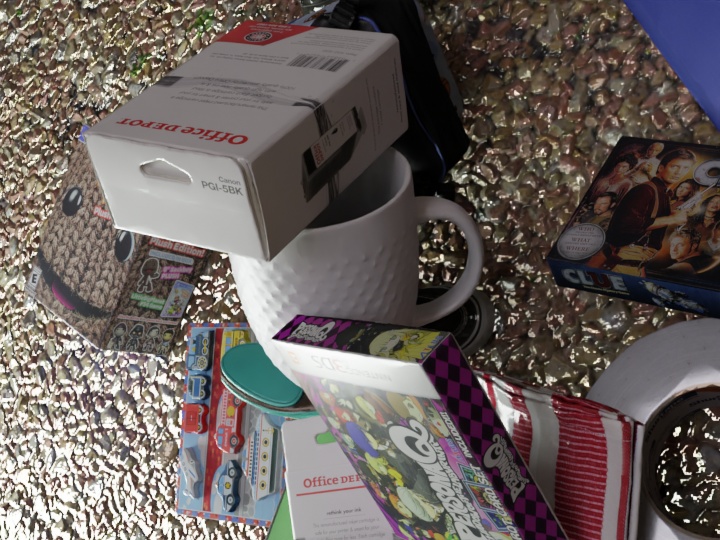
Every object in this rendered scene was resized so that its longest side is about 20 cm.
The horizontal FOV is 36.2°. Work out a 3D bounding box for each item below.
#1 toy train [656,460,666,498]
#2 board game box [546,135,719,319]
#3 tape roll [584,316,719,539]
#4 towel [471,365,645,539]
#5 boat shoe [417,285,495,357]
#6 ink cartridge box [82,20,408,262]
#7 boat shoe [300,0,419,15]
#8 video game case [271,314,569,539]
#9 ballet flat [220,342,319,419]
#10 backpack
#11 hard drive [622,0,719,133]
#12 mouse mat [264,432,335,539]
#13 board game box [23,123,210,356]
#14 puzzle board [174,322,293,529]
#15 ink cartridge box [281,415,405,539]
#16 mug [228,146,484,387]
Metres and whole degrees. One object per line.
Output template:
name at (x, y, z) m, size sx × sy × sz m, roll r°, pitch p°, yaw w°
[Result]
toy train at (0.187, 0.236, 0.832) m, size 0.034 × 0.046 × 0.200 m, roll 18°, pitch 93°, yaw 39°
board game box at (0.253, -0.031, 0.791) m, size 0.200 × 0.035 × 0.136 m, roll 12°, pitch 56°, yaw 39°
tape roll at (0.249, 0.136, 0.757) m, size 0.200 × 0.066 × 0.201 m, roll -9°, pitch 69°, yaw 23°
towel at (0.119, 0.153, 0.787) m, size 0.200 × 0.023 × 0.144 m, roll 11°, pitch 101°, yaw 57°
boat shoe at (0.023, 0.052, 0.981) m, size 0.200 × 0.064 × 0.071 m, roll -11°, pitch 76°, yaw 36°
ink cartridge box at (-0.077, -0.102, 0.804) m, size 0.147 × 0.200 × 0.083 m, roll 13°, pitch 130°, yaw 29°
boat shoe at (0.031, -0.272, 1.027) m, size 0.200 × 0.071 × 0.064 m, roll -1°, pitch 114°, yaw 30°
video game case at (0.042, 0.122, 0.760) m, size 0.036 × 0.200 × 0.181 m, roll -41°, pitch 24°, yaw -26°
ballet flat at (-0.036, 0.115, 0.995) m, size 0.200 × 0.070 × 0.067 m, roll 7°, pitch 54°, yaw 28°
backpack at (-0.015, -0.149, 0.968) m, size 0.190 × 0.154 × 0.200 m, roll -12°, pitch 112°, yaw 31°
hard drive at (0.286, -0.209, 0.845) m, size 0.132 × 0.025 × 0.200 m, roll -41°, pitch 60°, yaw 25°
mouse mat at (-0.007, 0.218, 1.008) m, size 0.161 × 0.008 × 0.200 m, roll 24°, pitch 95°, yaw 35°
board game box at (-0.253, -0.033, 1.192) m, size 0.159 × 0.097 × 0.200 m, roll 29°, pitch 100°, yaw 38°
puzzle board at (-0.129, 0.152, 1.114) m, size 0.151 × 0.017 × 0.200 m, roll -3°, pitch 81°, yaw 38°
ink cartridge box at (0.006, 0.221, 0.946) m, size 0.116 × 0.067 × 0.200 m, roll -13°, pitch 79°, yaw 31°
mug at (0.000, 0.000, 0.875) m, size 0.148 × 0.200 × 0.176 m, roll -106°, pitch 7°, yaw -56°
